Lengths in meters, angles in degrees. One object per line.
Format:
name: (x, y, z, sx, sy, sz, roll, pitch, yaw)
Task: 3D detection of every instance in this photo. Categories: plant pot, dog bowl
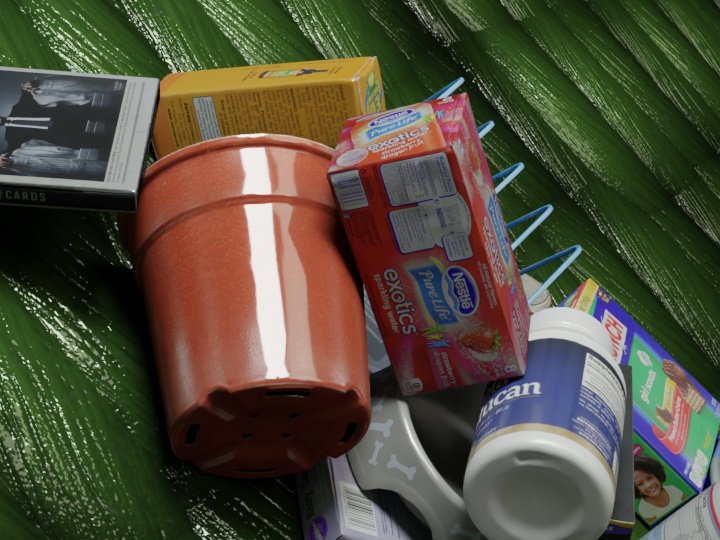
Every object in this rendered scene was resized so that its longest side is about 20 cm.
plant pot: (-0.076, 0.036, 1.198, 0.200, 0.201, 0.196, 19, 48, -37)
dog bowl: (0.081, 0.149, 1.275, 0.199, 0.059, 0.201, 30, 36, -25)

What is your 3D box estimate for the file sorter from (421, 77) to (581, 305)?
file sorter: (0.081, -0.048, 1.432, 0.139, 0.122, 0.200, -41, 99, -36)

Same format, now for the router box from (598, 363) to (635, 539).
router box: (0.191, 0.197, 1.350, 0.052, 0.158, 0.200, 9, 35, 3)

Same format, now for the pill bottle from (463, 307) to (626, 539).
pill bottle: (0.146, 0.116, 1.229, 0.111, 0.111, 0.200, 39, 32, -11)

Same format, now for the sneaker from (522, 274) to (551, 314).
sneaker: (0.114, -0.005, 1.562, 0.199, 0.082, 0.078, 26, 36, -30)

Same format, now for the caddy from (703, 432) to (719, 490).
caddy: (0.376, 0.228, 1.554, 0.105, 0.141, 0.200, 41, 31, -17)

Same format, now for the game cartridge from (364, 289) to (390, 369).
game cartridge: (0.000, 0.000, 1.370, 0.200, 0.133, 0.040, 47, 26, 1)

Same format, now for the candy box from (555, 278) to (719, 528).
candy box: (0.258, 0.127, 1.588, 0.200, 0.077, 0.169, 43, 32, -3)

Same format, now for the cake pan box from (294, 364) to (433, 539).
cake pan box: (0.030, 0.170, 1.292, 0.183, 0.052, 0.201, 20, 39, -33)

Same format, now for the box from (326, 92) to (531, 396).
box: (0.055, -0.018, 1.196, 0.096, 0.099, 0.201, -72, 147, -58)

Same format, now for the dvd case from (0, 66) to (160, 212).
dvd case: (-0.256, -0.101, 1.187, 0.198, 0.025, 0.151, 4, 40, -3)

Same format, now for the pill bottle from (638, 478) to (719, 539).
pill bottle: (0.325, 0.247, 1.411, 0.108, 0.200, 0.109, 30, 35, -24)

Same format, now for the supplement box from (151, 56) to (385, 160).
supplement box: (-0.082, -0.139, 1.376, 0.067, 0.199, 0.069, -57, 138, -59)
